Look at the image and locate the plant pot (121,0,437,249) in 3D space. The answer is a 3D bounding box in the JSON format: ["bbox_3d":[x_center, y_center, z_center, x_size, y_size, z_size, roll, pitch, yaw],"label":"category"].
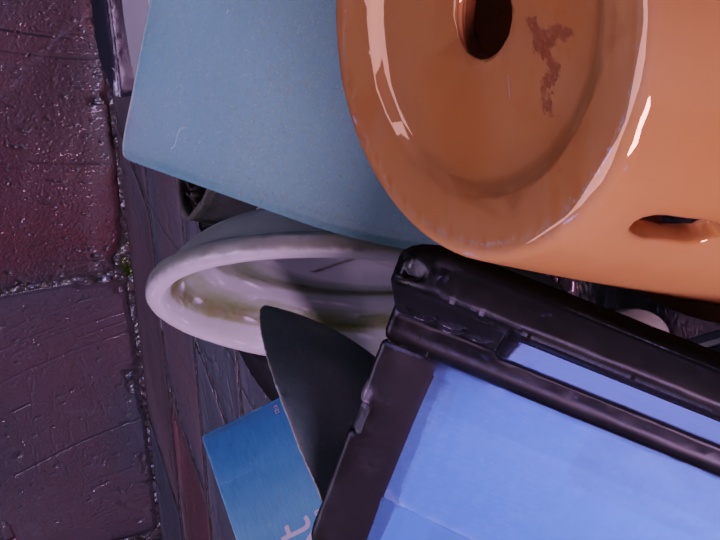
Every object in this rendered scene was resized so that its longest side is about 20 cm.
[{"bbox_3d":[0.031,-0.086,0.724,0.200,0.141,0.142,26,115,23],"label":"plant pot"}]

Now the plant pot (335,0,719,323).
[{"bbox_3d":[0.086,-0.078,0.514,0.200,0.140,0.200,11,103,53],"label":"plant pot"}]

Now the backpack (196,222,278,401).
[{"bbox_3d":[-0.025,0.011,1.177,0.200,0.150,0.178,-118,16,-73],"label":"backpack"}]

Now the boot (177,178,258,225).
[{"bbox_3d":[0.003,-0.031,0.905,0.182,0.200,0.073,135,134,-72],"label":"boot"}]

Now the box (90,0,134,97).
[{"bbox_3d":[-0.078,-0.233,1.107,0.124,0.200,0.197,-121,25,-61],"label":"box"}]

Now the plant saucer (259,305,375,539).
[{"bbox_3d":[0.016,0.099,0.766,0.201,0.039,0.201,-25,-90,-86],"label":"plant saucer"}]

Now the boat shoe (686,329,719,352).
[{"bbox_3d":[0.108,0.058,0.712,0.200,0.075,0.062,-21,60,52],"label":"boat shoe"}]

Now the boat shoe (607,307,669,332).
[{"bbox_3d":[0.091,0.107,0.824,0.060,0.072,0.200,-144,69,-67],"label":"boat shoe"}]

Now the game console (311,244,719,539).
[{"bbox_3d":[0.088,0.086,0.579,0.176,0.200,0.117,74,-143,-84],"label":"game console"}]

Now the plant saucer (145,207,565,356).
[{"bbox_3d":[0.000,0.000,0.815,0.200,0.200,0.050,120,155,-70],"label":"plant saucer"}]

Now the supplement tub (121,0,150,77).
[{"bbox_3d":[-0.021,-0.139,0.934,0.145,0.200,0.145,170,90,-77],"label":"supplement tub"}]

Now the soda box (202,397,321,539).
[{"bbox_3d":[-0.010,0.159,0.835,0.200,0.068,0.064,67,-174,33],"label":"soda box"}]
